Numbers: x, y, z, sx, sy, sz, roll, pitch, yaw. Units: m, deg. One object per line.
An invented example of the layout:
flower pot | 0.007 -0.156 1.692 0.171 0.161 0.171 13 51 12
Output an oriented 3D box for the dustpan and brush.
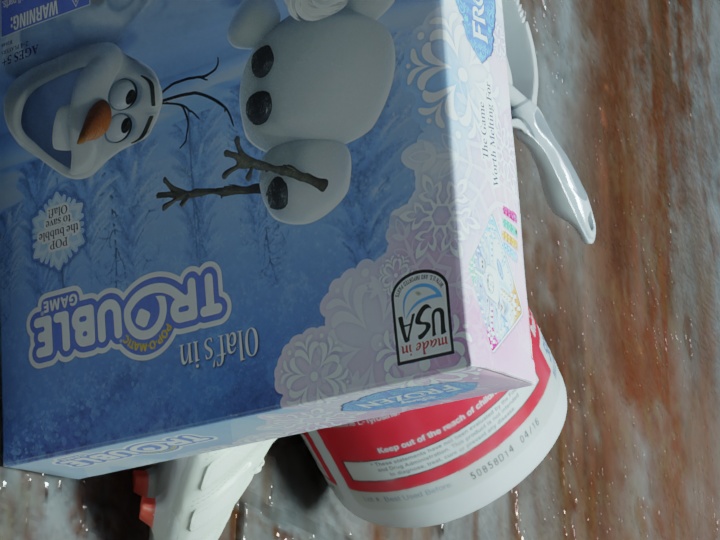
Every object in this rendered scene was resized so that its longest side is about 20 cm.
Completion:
dustpan and brush | 0.066 -0.099 1.122 0.140 0.057 0.200 -49 123 -57

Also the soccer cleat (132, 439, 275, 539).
soccer cleat | -0.026 0.024 0.807 0.069 0.077 0.200 -134 -117 -75

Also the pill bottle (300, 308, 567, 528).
pill bottle | 0.000 0.000 0.905 0.200 0.112 0.112 62 32 -29

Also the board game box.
board game box | -0.041 -0.042 0.750 0.043 0.200 0.199 15 65 -52
